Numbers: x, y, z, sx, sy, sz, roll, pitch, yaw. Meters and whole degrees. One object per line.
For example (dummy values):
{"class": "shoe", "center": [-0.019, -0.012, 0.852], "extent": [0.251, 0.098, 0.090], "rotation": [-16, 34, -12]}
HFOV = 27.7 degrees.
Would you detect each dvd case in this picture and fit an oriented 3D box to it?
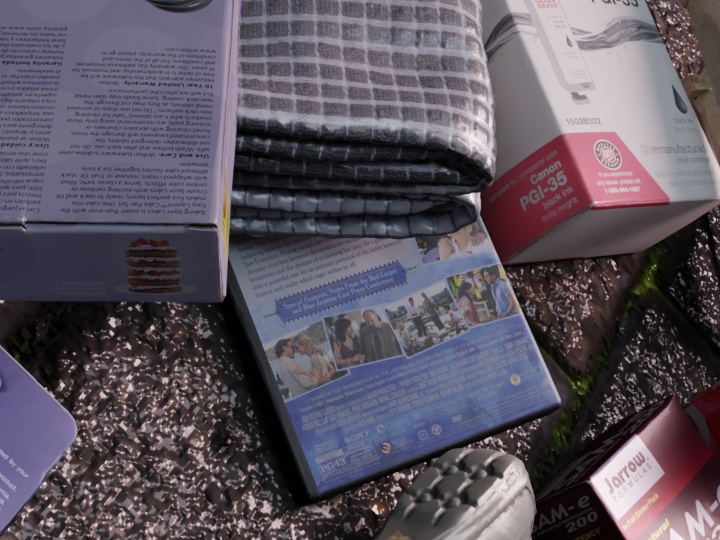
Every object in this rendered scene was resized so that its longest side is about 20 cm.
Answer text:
{"class": "dvd case", "center": [0.000, 0.000, 0.730], "extent": [0.141, 0.018, 0.202], "rotation": [-17, 76, -20]}

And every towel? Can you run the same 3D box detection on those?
{"class": "towel", "center": [-0.037, -0.107, 0.705], "extent": [0.198, 0.086, 0.167], "rotation": [3, 60, -10]}

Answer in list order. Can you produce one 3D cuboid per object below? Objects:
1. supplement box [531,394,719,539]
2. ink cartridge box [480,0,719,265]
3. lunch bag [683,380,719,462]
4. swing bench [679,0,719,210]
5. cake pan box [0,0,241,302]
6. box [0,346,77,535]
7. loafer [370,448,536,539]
{"class": "supplement box", "center": [0.182, 0.181, 0.783], "extent": [0.109, 0.061, 0.201], "rotation": [-31, 86, -46]}
{"class": "ink cartridge box", "center": [0.121, -0.113, 0.897], "extent": [0.146, 0.083, 0.202], "rotation": [-6, 69, -42]}
{"class": "lunch bag", "center": [0.288, 0.061, 0.849], "extent": [0.175, 0.200, 0.083], "rotation": [-11, 70, -41]}
{"class": "swing bench", "center": [0.282, -0.091, 0.925], "extent": [0.200, 0.128, 0.201], "rotation": [58, 21, -60]}
{"class": "cake pan box", "center": [-0.147, -0.073, 0.586], "extent": [0.198, 0.053, 0.185], "rotation": [0, 50, -3]}
{"class": "box", "center": [-0.200, 0.087, 0.530], "extent": [0.121, 0.032, 0.200], "rotation": [45, 45, -9]}
{"class": "loafer", "center": [0.014, 0.156, 0.647], "extent": [0.199, 0.070, 0.070], "rotation": [-34, 116, -35]}
